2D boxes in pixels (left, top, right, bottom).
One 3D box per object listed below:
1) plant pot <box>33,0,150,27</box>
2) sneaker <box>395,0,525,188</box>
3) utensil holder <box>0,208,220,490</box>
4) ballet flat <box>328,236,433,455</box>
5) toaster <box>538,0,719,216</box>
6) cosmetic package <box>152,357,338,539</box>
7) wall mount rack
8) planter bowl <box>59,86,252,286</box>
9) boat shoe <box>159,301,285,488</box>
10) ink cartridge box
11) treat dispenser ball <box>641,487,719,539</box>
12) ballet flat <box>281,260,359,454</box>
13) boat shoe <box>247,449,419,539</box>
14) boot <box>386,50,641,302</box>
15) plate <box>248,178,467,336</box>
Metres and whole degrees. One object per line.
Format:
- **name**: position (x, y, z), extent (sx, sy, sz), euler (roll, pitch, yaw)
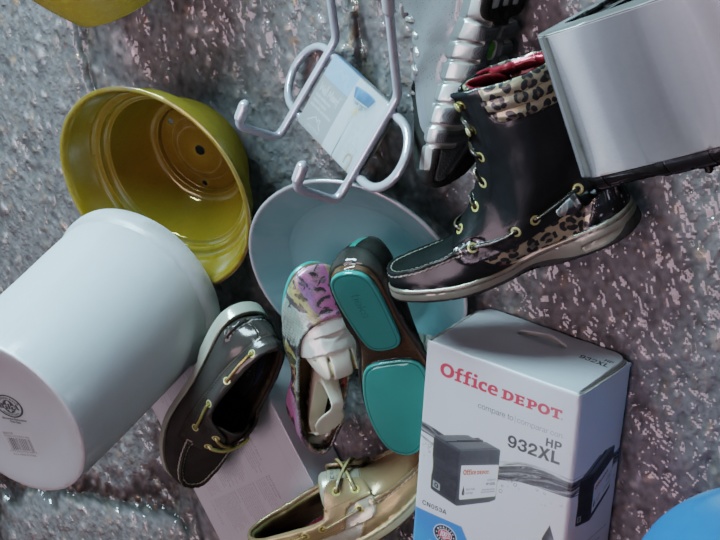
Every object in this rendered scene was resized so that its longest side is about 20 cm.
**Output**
- **plant pot**: position (-0.233, -0.294, 1.412), extent (0.199, 0.200, 0.142), euler (1, 132, 39)
- **sneaker**: position (0.057, -0.173, 1.290), extent (0.115, 0.075, 0.201), euler (31, 116, 33)
- **utensil holder**: position (-0.245, 0.067, 1.445), extent (0.169, 0.200, 0.170), euler (18, 131, 23)
- **ballet flat**: position (0.028, 0.057, 1.363), extent (0.068, 0.068, 0.201), euler (-2, 125, 21)
- **toaster**: position (0.229, -0.135, 1.073), extent (0.180, 0.200, 0.119), euler (-14, 103, 42)
- **cosmetic package**: position (-0.109, 0.152, 1.559), extent (0.151, 0.052, 0.201), euler (-28, 89, 43)
- **wall mount rack**: position (-0.021, -0.156, 1.312), extent (0.174, 0.074, 0.200), euler (-60, 40, 16)
- **planter bowl**: position (-0.161, -0.090, 1.470), extent (0.200, 0.083, 0.201), euler (19, 131, 23)
- **boat shoe**: position (-0.123, 0.124, 1.473), extent (0.061, 0.072, 0.202), euler (50, 130, 38)
- **ink cartridge box**: position (0.127, 0.152, 1.345), extent (0.145, 0.084, 0.201), euler (19, 118, 32)
- **treat dispenser ball**: position (0.281, 0.253, 1.182), extent (0.200, 0.201, 0.202), euler (16, 117, 34)
- **ballet flat**: position (-0.030, 0.082, 1.412), extent (0.200, 0.069, 0.071), euler (94, 157, -45)
- **boat shoe**: position (-0.014, 0.201, 1.445), extent (0.200, 0.074, 0.066), euler (-39, 112, 14)
- **boot**: position (0.092, -0.069, 1.249), extent (0.203, 0.074, 0.154), euler (-18, 112, 20)
- **plate**: position (0.000, 0.000, 1.396), extent (0.199, 0.026, 0.201), euler (16, 134, 18)
